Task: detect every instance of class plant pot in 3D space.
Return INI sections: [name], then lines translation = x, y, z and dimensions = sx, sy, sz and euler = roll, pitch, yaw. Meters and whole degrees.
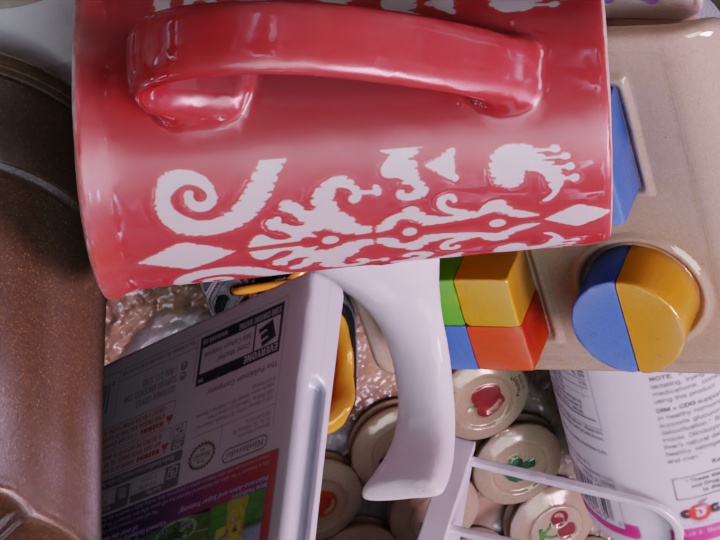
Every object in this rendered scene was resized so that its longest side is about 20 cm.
[plant pot]
translation = -0.186, 0.046, 1.011
dimensions = 0.199, 0.199, 0.201
euler = -6, 146, -4

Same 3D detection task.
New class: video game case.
[video game case]
translation = -0.088, 0.111, 1.018
dimensions = 0.023, 0.183, 0.200
euler = 30, 142, -34

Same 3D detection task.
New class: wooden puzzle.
[wooden puzzle]
translation = 0.078, -0.020, 1.095
dimensions = 0.199, 0.046, 0.186
euler = -3, 127, 22

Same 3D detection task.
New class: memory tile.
[memory tile]
translation = 0.048, 0.142, 1.308
dimensions = 0.153, 0.017, 0.200
euler = -31, 126, -1

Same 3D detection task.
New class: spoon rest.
[spoon rest]
translation = 0.000, 0.000, 1.092
dimensions = 0.099, 0.061, 0.201
euler = -5, 113, 28

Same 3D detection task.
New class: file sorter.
[file sorter]
translation = 0.071, 0.208, 1.188
dimensions = 0.124, 0.200, 0.139
euler = 13, 134, 9

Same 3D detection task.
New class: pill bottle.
[pill bottle]
translation = 0.146, 0.031, 1.220
dimensions = 0.113, 0.113, 0.201
euler = -22, 125, -7

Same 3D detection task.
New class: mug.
[mug]
translation = -0.004, -0.053, 0.955
dimensions = 0.199, 0.178, 0.134
euler = -2, 107, 2

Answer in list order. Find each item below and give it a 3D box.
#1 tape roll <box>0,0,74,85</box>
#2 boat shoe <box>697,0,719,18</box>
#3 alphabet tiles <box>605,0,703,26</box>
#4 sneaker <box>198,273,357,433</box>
[tape roll]
translation = -0.151, -0.167, 1.015
dimensions = 0.202, 0.071, 0.203
euler = -10, 122, -16
[boat shoe]
translation = 0.071, -0.120, 1.131
dimensions = 0.199, 0.072, 0.062
euler = 23, 152, -19
[alphabet tiles]
translation = 0.054, -0.098, 1.086
dimensions = 0.195, 0.015, 0.200
euler = 3, 150, 15
[sneaker]
translation = -0.044, -0.010, 1.146
dimensions = 0.078, 0.077, 0.200
euler = -26, 124, -2
